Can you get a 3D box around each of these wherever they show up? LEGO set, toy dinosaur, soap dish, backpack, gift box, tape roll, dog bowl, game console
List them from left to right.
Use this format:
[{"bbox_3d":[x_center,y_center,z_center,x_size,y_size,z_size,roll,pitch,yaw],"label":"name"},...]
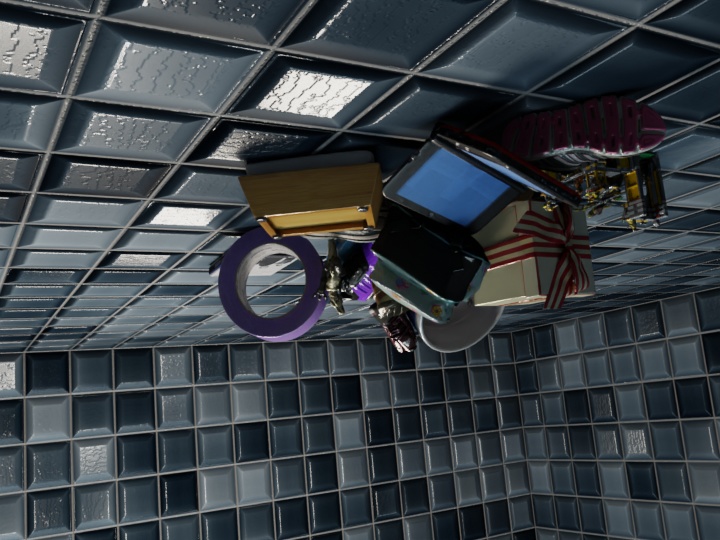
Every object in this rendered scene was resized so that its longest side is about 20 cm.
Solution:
[{"bbox_3d":[-0.158,0.025,1.377,0.194,0.206,0.085,-6,170,4],"label":"tape roll"},{"bbox_3d":[-0.064,-0.104,1.073,0.194,0.084,0.157,-5,170,3],"label":"soap dish"},{"bbox_3d":[-0.049,-0.002,1.289,0.046,0.204,0.089,8,-151,8],"label":"toy dinosaur"},{"bbox_3d":[0.114,-0.010,1.187,0.173,0.156,0.199,29,-165,16],"label":"backpack"},{"bbox_3d":[0.185,0.054,1.461,0.196,0.204,0.079,0,-150,-28],"label":"dog bowl"},{"bbox_3d":[0.160,-0.099,0.984,0.197,0.121,0.172,19,-170,-38],"label":"game console"},{"bbox_3d":[0.302,-0.020,1.330,0.197,0.190,0.185,-6,174,-39],"label":"gift box"},{"bbox_3d":[0.382,-0.111,1.169,0.196,0.119,0.152,3,167,-37],"label":"LEGO set"}]

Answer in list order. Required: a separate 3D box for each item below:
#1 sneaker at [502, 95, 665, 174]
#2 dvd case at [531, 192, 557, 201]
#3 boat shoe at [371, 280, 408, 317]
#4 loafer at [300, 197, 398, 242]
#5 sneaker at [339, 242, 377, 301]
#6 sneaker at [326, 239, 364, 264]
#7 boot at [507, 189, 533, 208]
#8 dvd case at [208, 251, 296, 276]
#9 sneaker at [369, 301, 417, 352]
[{"bbox_3d":[0.284,-0.168,0.954,0.195,0.076,0.087,-4,170,21],"label":"sneaker"},{"bbox_3d":[0.260,-0.114,1.367,0.139,0.018,0.200,-1,168,-22],"label":"dvd case"},{"bbox_3d":[0.106,0.019,1.312,0.196,0.075,0.076,-13,152,-31],"label":"boat shoe"},{"bbox_3d":[-0.014,-0.087,1.229,0.194,0.074,0.063,-5,163,-2],"label":"loafer"},{"bbox_3d":[0.000,0.001,1.356,0.097,0.071,0.202,-7,149,-13],"label":"sneaker"},{"bbox_3d":[-0.023,-0.050,1.412,0.075,0.082,0.201,-1,148,-24],"label":"sneaker"},{"bbox_3d":[0.154,-0.121,1.169,0.196,0.079,0.154,-6,176,-37],"label":"boot"},{"bbox_3d":[-0.228,-0.018,1.594,0.147,0.025,0.199,0,169,-27],"label":"dvd case"},{"bbox_3d":[0.074,0.100,1.407,0.075,0.117,0.200,-30,176,2],"label":"sneaker"}]
